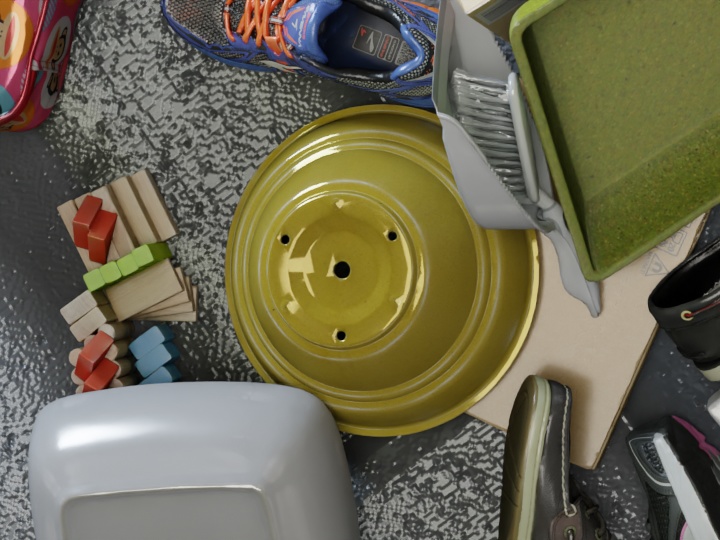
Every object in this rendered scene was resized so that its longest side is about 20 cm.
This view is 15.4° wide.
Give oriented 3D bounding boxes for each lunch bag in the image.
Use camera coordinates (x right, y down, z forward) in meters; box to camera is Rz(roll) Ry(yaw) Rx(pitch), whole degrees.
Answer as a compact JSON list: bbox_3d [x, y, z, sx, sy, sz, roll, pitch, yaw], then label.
[{"bbox_3d":[-0.254,-0.196,1.638,0.176,0.082,0.201,16,94,14],"label":"lunch bag"}]

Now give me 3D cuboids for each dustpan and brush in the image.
[{"bbox_3d":[0.093,-0.051,1.533,0.057,0.140,0.200,-10,123,11],"label":"dustpan and brush"}]

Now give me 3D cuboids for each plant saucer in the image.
[{"bbox_3d":[0.174,-0.121,1.502,0.199,0.200,0.048,-33,43,-12],"label":"plant saucer"}]

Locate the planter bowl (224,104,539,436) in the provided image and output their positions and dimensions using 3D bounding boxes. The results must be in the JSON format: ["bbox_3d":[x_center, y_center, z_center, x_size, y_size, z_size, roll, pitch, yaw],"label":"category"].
[{"bbox_3d":[0.000,0.000,1.573,0.200,0.083,0.201,0,90,17],"label":"planter bowl"}]

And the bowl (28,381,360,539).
[{"bbox_3d":[-0.103,0.171,1.596,0.199,0.075,0.201,-4,110,10],"label":"bowl"}]

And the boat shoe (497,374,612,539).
[{"bbox_3d":[0.116,0.158,1.582,0.066,0.072,0.202,3,107,-3],"label":"boat shoe"}]

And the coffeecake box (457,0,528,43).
[{"bbox_3d":[0.052,-0.238,1.527,0.073,0.153,0.200,-33,81,11],"label":"coffeecake box"}]

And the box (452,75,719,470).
[{"bbox_3d":[0.107,-0.003,1.602,0.163,0.021,0.201,25,98,10],"label":"box"}]

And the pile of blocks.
[{"bbox_3d":[-0.145,0.039,1.633,0.082,0.062,0.201,-2,93,11],"label":"pile of blocks"}]

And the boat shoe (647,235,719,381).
[{"bbox_3d":[0.255,-0.024,1.539,0.201,0.074,0.063,-41,110,9],"label":"boat shoe"}]

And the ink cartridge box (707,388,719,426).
[{"bbox_3d":[0.319,0.070,1.533,0.200,0.084,0.146,-41,84,9],"label":"ink cartridge box"}]

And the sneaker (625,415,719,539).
[{"bbox_3d":[0.193,0.188,1.570,0.086,0.080,0.201,-25,82,22],"label":"sneaker"}]

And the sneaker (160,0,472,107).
[{"bbox_3d":[-0.029,-0.149,1.589,0.199,0.078,0.076,12,93,17],"label":"sneaker"}]
